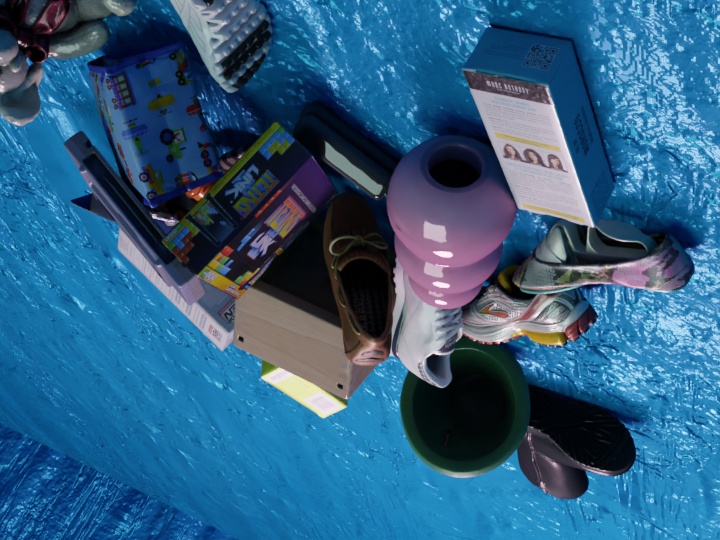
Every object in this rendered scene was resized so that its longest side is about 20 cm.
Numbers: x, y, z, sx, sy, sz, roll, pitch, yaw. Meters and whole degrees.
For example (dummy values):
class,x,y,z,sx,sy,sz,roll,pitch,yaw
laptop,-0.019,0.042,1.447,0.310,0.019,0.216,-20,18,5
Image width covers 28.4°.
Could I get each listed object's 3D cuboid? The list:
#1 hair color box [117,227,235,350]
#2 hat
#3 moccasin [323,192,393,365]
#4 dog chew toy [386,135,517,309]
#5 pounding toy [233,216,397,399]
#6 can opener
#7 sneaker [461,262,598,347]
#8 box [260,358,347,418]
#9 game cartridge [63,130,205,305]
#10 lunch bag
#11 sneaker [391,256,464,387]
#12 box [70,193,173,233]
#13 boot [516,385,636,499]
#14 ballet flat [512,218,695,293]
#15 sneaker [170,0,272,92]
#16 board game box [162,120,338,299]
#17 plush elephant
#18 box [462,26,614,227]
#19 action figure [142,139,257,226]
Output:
class,x,y,z,sx,sy,sz,roll,pitch,yaw
hair color box,-0.228,0.007,1.869,0.200,0.061,0.099,44,161,4
hat,0.150,0.176,1.795,0.165,0.201,0.176,-21,156,14
moccasin,-0.002,0.000,1.522,0.073,0.203,0.078,4,146,-9
dog chew toy,0.087,-0.036,1.377,0.124,0.125,0.201,23,147,17
pounding toy,-0.018,0.048,1.658,0.183,0.200,0.143,24,132,19
can opener,0.024,-0.106,1.449,0.199,0.053,0.067,33,123,-9
sneaker,0.165,0.026,1.525,0.199,0.078,0.082,-3,123,52
box,-0.069,0.068,1.762,0.047,0.201,0.122,-28,134,29
game cartridge,-0.244,-0.052,1.542,0.200,0.038,0.130,50,167,7
lunch bag,-0.245,-0.158,1.539,0.200,0.094,0.152,11,121,61
sneaker,0.082,0.033,1.541,0.080,0.076,0.201,44,144,39
box,-0.247,-0.075,1.766,0.199,0.121,0.033,21,112,19
boot,0.272,0.235,1.802,0.199,0.077,0.169,23,154,35
ballet flat,0.224,-0.018,1.361,0.199,0.069,0.071,1,126,44
sneaker,-0.139,-0.247,1.326,0.081,0.075,0.200,35,160,26
board game box,-0.108,-0.056,1.471,0.057,0.165,0.200,45,180,10
plush elephant,-0.353,-0.249,1.458,0.164,0.155,0.200,37,157,-15
box,0.158,-0.121,1.230,0.082,0.049,0.200,16,154,30
action figure,-0.156,-0.095,1.673,0.199,0.105,0.193,10,177,-31
